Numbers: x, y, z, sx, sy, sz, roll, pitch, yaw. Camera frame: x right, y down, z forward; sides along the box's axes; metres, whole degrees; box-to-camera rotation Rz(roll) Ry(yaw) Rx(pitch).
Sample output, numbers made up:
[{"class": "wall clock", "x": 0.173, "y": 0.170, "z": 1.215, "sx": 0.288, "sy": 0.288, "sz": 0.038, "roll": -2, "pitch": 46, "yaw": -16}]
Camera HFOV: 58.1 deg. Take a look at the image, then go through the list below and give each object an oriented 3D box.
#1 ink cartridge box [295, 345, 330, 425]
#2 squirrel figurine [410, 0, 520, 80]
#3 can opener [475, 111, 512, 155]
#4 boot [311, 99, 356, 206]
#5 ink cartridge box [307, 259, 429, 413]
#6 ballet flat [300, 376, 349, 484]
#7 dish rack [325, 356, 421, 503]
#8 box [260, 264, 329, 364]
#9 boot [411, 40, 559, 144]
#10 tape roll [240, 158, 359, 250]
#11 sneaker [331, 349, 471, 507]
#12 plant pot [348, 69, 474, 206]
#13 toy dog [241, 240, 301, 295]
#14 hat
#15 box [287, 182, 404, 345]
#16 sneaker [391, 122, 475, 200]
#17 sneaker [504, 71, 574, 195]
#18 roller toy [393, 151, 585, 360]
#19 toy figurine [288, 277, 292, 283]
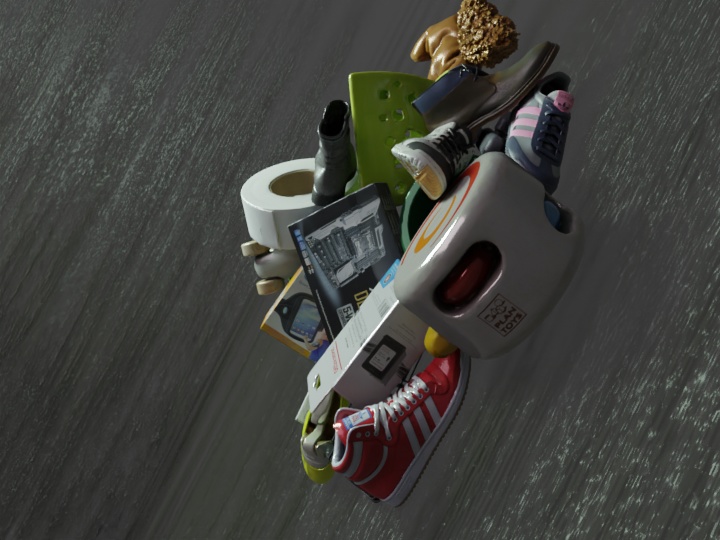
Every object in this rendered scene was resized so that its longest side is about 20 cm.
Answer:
[{"class": "ink cartridge box", "x": -0.037, "y": 0.160, "z": 1.048, "sx": 0.109, "sy": 0.049, "sz": 0.204, "roll": 87, "pitch": -153, "yaw": -76}, {"class": "squirrel figurine", "x": 0.188, "y": -0.377, "z": 1.159, "sx": 0.201, "sy": 0.139, "sz": 0.190, "roll": -50, "pitch": 24, "yaw": 44}, {"class": "can opener", "x": 0.189, "y": -0.185, "z": 0.900, "sx": 0.067, "sy": 0.052, "sz": 0.201, "roll": -60, "pitch": 4, "yaw": 22}, {"class": "boot", "x": -0.033, "y": -0.200, "z": 0.990, "sx": 0.202, "sy": 0.068, "sz": 0.134, "roll": -90, "pitch": 6, "yaw": -53}, {"class": "ink cartridge box", "x": 0.018, "y": 0.096, "z": 0.813, "sx": 0.201, "sy": 0.066, "sz": 0.116, "roll": -52, "pitch": 15, "yaw": 8}, {"class": "ballet flat", "x": -0.056, "y": 0.222, "z": 0.931, "sx": 0.067, "sy": 0.065, "sz": 0.205, "roll": -19, "pitch": -55, "yaw": -68}, {"class": "dish rack", "x": 0.026, "y": 0.184, "z": 0.857, "sx": 0.203, "sy": 0.054, "sz": 0.153, "roll": -63, "pitch": 16, "yaw": -10}, {"class": "box", "x": -0.069, "y": 0.058, "z": 1.047, "sx": 0.201, "sy": 0.118, "sz": 0.042, "roll": -51, "pitch": 12, "yaw": 40}, {"class": "boot", "x": 0.158, "y": -0.244, "z": 0.847, "sx": 0.200, "sy": 0.097, "sz": 0.075, "roll": -42, "pitch": 10, "yaw": 24}, {"class": "tape roll", "x": -0.096, "y": -0.114, "z": 1.073, "sx": 0.204, "sy": 0.197, "sz": 0.072, "roll": -86, "pitch": -9, "yaw": -58}, {"class": "sneaker", "x": 0.041, "y": 0.155, "z": 0.734, "sx": 0.203, "sy": 0.111, "sz": 0.071, "roll": -62, "pitch": 15, "yaw": -2}, {"class": "plant pot", "x": 0.078, "y": -0.208, "z": 1.017, "sx": 0.199, "sy": 0.176, "sz": 0.206, "roll": -89, "pitch": -8, "yaw": -80}, {"class": "toy dog", "x": -0.102, "y": -0.023, "z": 1.106, "sx": 0.096, "sy": 0.195, "sz": 0.136, "roll": -50, "pitch": -34, "yaw": -71}, {"class": "hat", "x": 0.161, "y": -0.055, "z": 0.896, "sx": 0.165, "sy": 0.174, "sz": 0.202, "roll": -42, "pitch": 53, "yaw": 21}, {"class": "box", "x": 0.000, "y": 0.000, "z": 0.924, "sx": 0.155, "sy": 0.205, "sz": 0.049, "roll": -21, "pitch": -3, "yaw": 27}, {"class": "sneaker", "x": 0.091, "y": -0.138, "z": 0.750, "sx": 0.087, "sy": 0.076, "sz": 0.200, "roll": -40, "pitch": 5, "yaw": 10}, {"class": "sneaker", "x": 0.224, "y": -0.173, "z": 0.787, "sx": 0.082, "sy": 0.069, "sz": 0.203, "roll": -51, "pitch": 20, "yaw": 41}, {"class": "roller toy", "x": 0.132, "y": -0.009, "z": 0.667, "sx": 0.202, "sy": 0.138, "sz": 0.182, "roll": -56, "pitch": 6, "yaw": -16}, {"class": "toy figurine", "x": -0.007, "y": -0.021, "z": 1.199, "sx": 0.196, "sy": 0.154, "sz": 0.183, "roll": -4, "pitch": 15, "yaw": 29}]
